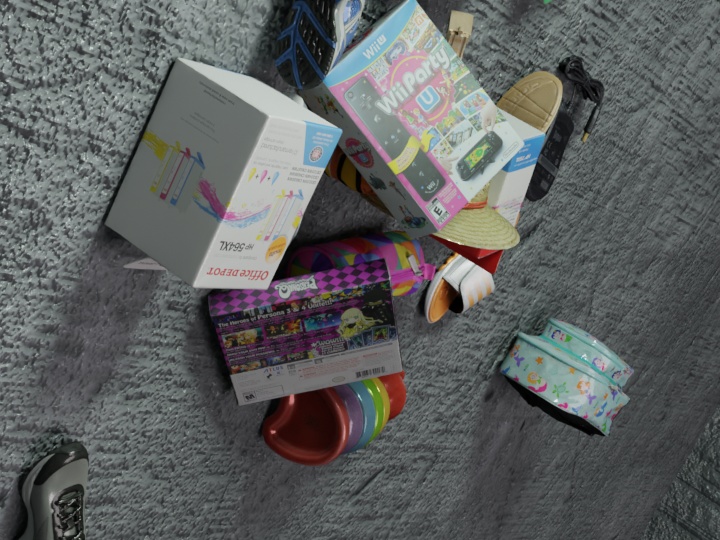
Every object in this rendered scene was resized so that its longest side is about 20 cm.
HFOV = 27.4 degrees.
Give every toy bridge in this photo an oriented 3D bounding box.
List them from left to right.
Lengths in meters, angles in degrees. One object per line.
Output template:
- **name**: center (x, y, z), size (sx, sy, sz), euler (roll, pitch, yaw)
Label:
- **toy bridge**: center (0.089, -0.200, 1.650), size (0.201, 0.027, 0.068), euler (106, -6, -54)

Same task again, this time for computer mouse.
- **computer mouse**: center (0.265, -0.185, 2.006), size (0.140, 0.046, 0.201), euler (20, 90, -57)

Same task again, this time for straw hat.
- **straw hat**: center (0.101, -0.105, 1.666), size (0.200, 0.200, 0.086), euler (-10, 126, -54)

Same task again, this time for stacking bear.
- **stacking bear**: center (-0.013, 0.168, 1.865), size (0.200, 0.113, 0.122), euler (-17, 133, -57)

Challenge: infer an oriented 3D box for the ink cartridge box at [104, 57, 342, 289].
- **ink cartridge box**: center (-0.133, -0.076, 1.395), size (0.128, 0.125, 0.201), euler (3, 116, -59)

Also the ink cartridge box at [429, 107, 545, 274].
- **ink cartridge box**: center (0.135, -0.098, 1.808), size (0.067, 0.116, 0.201), euler (-20, 135, -49)

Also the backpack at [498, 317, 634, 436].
- **backpack**: center (0.319, 0.164, 2.310), size (0.199, 0.177, 0.151), euler (21, 98, -51)

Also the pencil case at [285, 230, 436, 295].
- **pencil case**: center (0.000, 0.000, 1.731), size (0.199, 0.088, 0.089), euler (-13, 130, -52)

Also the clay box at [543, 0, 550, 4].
- **clay box**: center (0.240, -0.419, 1.717), size (0.115, 0.047, 0.201), euler (-38, 148, -32)

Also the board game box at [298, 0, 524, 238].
- **board game box**: center (0.054, -0.159, 1.547), size (0.148, 0.200, 0.064), euler (-45, -167, -22)

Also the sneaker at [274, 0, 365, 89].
- **sneaker**: center (-0.029, -0.277, 1.431), size (0.201, 0.075, 0.077), euler (-67, 172, 19)

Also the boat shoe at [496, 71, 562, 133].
- **boat shoe**: center (0.191, -0.162, 1.893), size (0.201, 0.074, 0.069), euler (-56, 165, -3)

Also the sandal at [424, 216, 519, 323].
- **sandal**: center (0.165, -0.006, 2.010), size (0.207, 0.059, 0.079), euler (-48, 151, -16)

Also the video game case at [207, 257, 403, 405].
- **video game case**: center (-0.057, 0.072, 1.648), size (0.198, 0.036, 0.182), euler (-12, 142, -1)

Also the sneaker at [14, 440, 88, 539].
- **sneaker**: center (-0.307, 0.262, 1.518), size (0.074, 0.079, 0.201), euler (-17, 131, -48)

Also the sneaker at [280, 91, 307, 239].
- **sneaker**: center (-0.086, -0.098, 1.516), size (0.077, 0.078, 0.201), euler (-43, 155, -50)

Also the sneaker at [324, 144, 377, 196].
- **sneaker**: center (0.045, -0.171, 1.616), size (0.201, 0.090, 0.070), euler (-57, 152, -1)
